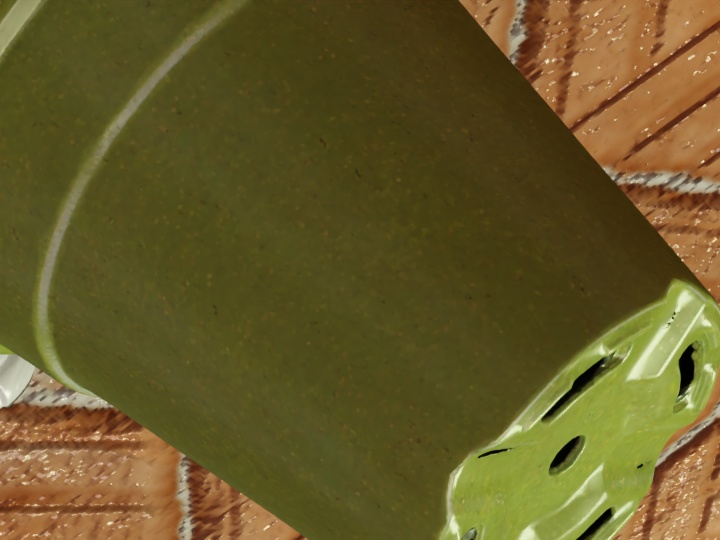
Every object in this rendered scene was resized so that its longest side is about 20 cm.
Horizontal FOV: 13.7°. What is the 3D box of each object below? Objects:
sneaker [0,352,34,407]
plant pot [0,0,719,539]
[{"bbox_3d":[-0.203,0.033,0.942,0.199,0.074,0.080,-26,136,-15],"label":"sneaker"},{"bbox_3d":[0.000,0.000,0.881,0.200,0.190,0.201,-36,151,-24],"label":"plant pot"}]
